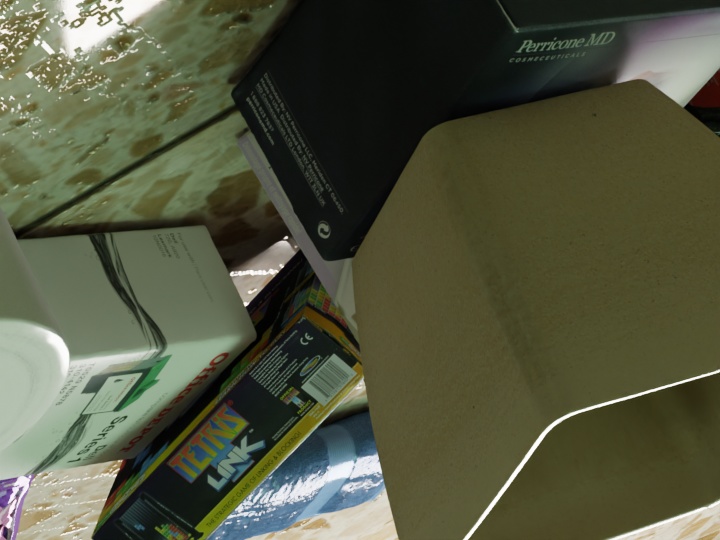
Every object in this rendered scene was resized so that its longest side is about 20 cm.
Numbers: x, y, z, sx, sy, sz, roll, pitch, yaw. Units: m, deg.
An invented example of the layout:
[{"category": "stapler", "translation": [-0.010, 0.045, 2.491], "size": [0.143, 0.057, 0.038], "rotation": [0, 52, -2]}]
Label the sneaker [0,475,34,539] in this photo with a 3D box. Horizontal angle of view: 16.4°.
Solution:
[{"category": "sneaker", "translation": [-0.244, 0.159, 1.594], "size": [0.080, 0.089, 0.200], "rotation": [-7, 149, -42]}]

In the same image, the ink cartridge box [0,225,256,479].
[{"category": "ink cartridge box", "translation": [-0.180, 0.050, 1.423], "size": [0.200, 0.084, 0.146], "rotation": [-6, 151, -46]}]

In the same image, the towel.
[{"category": "towel", "translation": [-0.047, 0.159, 1.899], "size": [0.200, 0.049, 0.112], "rotation": [-12, 153, -36]}]

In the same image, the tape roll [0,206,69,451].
[{"category": "tape roll", "translation": [-0.249, 0.022, 1.131], "size": [0.202, 0.139, 0.203], "rotation": [-24, 159, -10]}]

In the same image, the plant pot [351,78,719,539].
[{"category": "plant pot", "translation": [0.105, 0.022, 1.244], "size": [0.199, 0.177, 0.200], "rotation": [-14, 154, -27]}]

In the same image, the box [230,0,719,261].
[{"category": "box", "translation": [0.074, -0.116, 1.310], "size": [0.200, 0.123, 0.198], "rotation": [-11, 152, -40]}]

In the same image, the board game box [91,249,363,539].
[{"category": "board game box", "translation": [-0.069, 0.077, 1.516], "size": [0.200, 0.057, 0.165], "rotation": [-46, -168, 19]}]

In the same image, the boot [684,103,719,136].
[{"category": "boot", "translation": [0.183, -0.090, 1.501], "size": [0.158, 0.080, 0.211], "rotation": [11, 154, -21]}]

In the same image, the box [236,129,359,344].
[{"category": "box", "translation": [0.000, 0.000, 1.371], "size": [0.039, 0.200, 0.041], "rotation": [-35, 159, 8]}]

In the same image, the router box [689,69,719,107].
[{"category": "router box", "translation": [0.275, -0.117, 1.662], "size": [0.200, 0.049, 0.180], "rotation": [-6, 150, -45]}]
